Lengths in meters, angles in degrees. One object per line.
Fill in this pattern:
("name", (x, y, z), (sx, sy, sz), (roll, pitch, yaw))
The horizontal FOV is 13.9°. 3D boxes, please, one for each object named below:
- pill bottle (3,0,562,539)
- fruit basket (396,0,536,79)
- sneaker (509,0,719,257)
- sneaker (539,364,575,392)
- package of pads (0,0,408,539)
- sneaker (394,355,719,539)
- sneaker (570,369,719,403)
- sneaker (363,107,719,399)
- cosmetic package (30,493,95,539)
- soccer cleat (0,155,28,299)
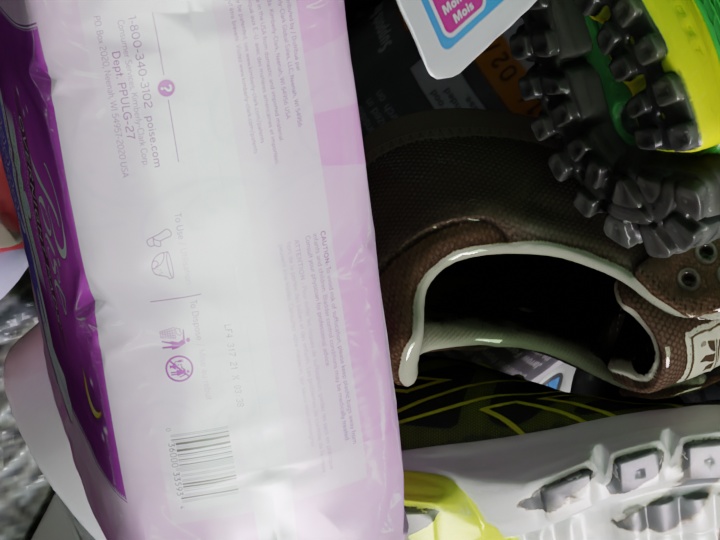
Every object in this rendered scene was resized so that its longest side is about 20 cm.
("pill bottle", (0.000, 0.000, 0.857), (0.200, 0.116, 0.116), (-37, 143, 14))
("fruit basket", (0.029, -0.169, 0.585), (0.185, 0.094, 0.200), (-50, 131, -41))
("sneaker", (0.064, -0.107, 0.724), (0.085, 0.200, 0.078), (-22, 179, -29))
("sneaker", (0.058, 0.024, 0.959), (0.090, 0.078, 0.200), (3, 134, -30))
("package of pads", (-0.044, -0.032, 0.686), (0.076, 0.121, 0.200), (-13, 113, -11))
("sneaker", (0.048, 0.052, 0.777), (0.200, 0.085, 0.075), (-2, 122, -5))
("sneaker", (0.099, 0.050, 0.890), (0.084, 0.077, 0.200), (1, 149, -7))
("sneaker", (0.093, 0.004, 0.752), (0.200, 0.076, 0.071), (-1, 136, 0))
("cosmetic package", (-0.053, 0.211, 1.013), (0.123, 0.200, 0.200), (1, 136, -32))
("soccer cleat", (-0.107, -0.020, 0.809), (0.200, 0.067, 0.076), (-41, -178, 22))
